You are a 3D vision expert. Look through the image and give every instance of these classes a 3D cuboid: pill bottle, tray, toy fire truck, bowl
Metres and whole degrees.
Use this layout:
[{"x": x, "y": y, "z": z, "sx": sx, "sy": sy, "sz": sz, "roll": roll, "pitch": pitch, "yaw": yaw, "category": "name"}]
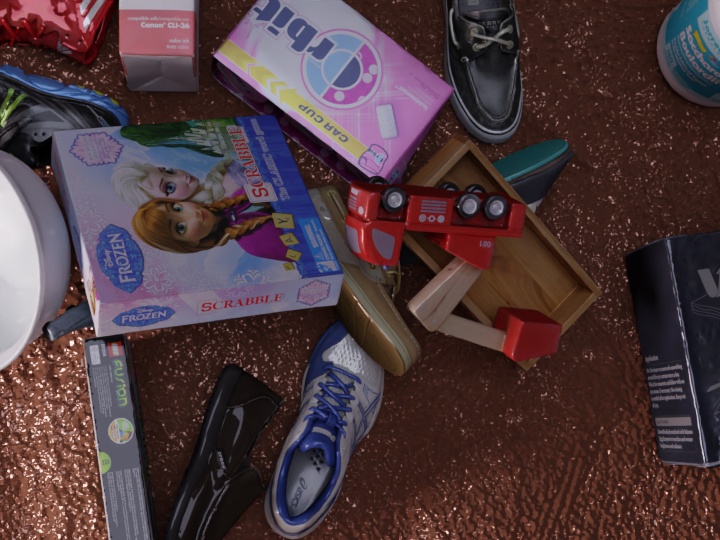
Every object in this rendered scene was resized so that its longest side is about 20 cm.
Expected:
[{"x": 0.346, "y": -0.222, "z": 1.136, "sx": 0.110, "sy": 0.200, "sz": 0.111, "roll": 1, "pitch": 82, "yaw": -6, "category": "pill bottle"}, {"x": 0.115, "y": -0.014, "z": 1.118, "sx": 0.099, "sy": 0.037, "sz": 0.200, "roll": -45, "pitch": 114, "yaw": -2, "category": "tray"}, {"x": 0.077, "y": 0.000, "z": 1.062, "sx": 0.199, "sy": 0.049, "sz": 0.142, "roll": 3, "pitch": 104, "yaw": -21, "category": "toy fire truck"}, {"x": -0.308, "y": -0.018, "z": 1.066, "sx": 0.200, "sy": 0.090, "sz": 0.202, "roll": 8, "pitch": 104, "yaw": 31, "category": "bowl"}]

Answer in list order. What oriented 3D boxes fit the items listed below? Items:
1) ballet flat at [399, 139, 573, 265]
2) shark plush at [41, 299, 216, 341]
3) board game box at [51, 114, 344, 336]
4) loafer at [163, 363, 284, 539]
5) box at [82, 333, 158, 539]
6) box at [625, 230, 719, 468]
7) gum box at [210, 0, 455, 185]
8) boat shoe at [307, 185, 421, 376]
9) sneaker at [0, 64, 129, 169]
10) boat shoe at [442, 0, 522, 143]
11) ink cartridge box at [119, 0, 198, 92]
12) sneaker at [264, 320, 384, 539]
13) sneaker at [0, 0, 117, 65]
[{"x": 0.108, "y": -0.056, "z": 1.158, "sx": 0.199, "sy": 0.073, "sz": 0.073, "roll": -22, "pitch": 85, "yaw": -15, "category": "ballet flat"}, {"x": -0.180, "y": 0.003, "z": 1.073, "sx": 0.199, "sy": 0.083, "sz": 0.091, "roll": -11, "pitch": 77, "yaw": -35, "category": "shark plush"}, {"x": -0.138, "y": -0.044, "z": 1.053, "sx": 0.198, "sy": 0.041, "sz": 0.201, "roll": -8, "pitch": 49, "yaw": -21, "category": "board game box"}, {"x": -0.116, "y": 0.182, "z": 1.089, "sx": 0.071, "sy": 0.073, "sz": 0.201, "roll": 18, "pitch": 80, "yaw": -2, "category": "loafer"}, {"x": -0.197, "y": 0.158, "z": 1.065, "sx": 0.035, "sy": 0.110, "sz": 0.201, "roll": -8, "pitch": 84, "yaw": -8, "category": "box"}, {"x": 0.361, "y": 0.060, "z": 1.141, "sx": 0.195, "sy": 0.117, "sz": 0.201, "roll": -8, "pitch": 84, "yaw": -8, "category": "box"}, {"x": -0.022, "y": -0.166, "z": 1.152, "sx": 0.200, "sy": 0.066, "sz": 0.114, "roll": 37, "pitch": 79, "yaw": -1, "category": "gum box"}, {"x": 0.000, "y": 0.000, "z": 1.108, "sx": 0.066, "sy": 0.074, "sz": 0.200, "roll": -28, "pitch": 65, "yaw": -18, "category": "boat shoe"}, {"x": -0.304, "y": -0.129, "z": 1.111, "sx": 0.198, "sy": 0.071, "sz": 0.083, "roll": 13, "pitch": 75, "yaw": -8, "category": "sneaker"}, {"x": 0.110, "y": -0.219, "z": 1.176, "sx": 0.070, "sy": 0.064, "sz": 0.201, "roll": -9, "pitch": 84, "yaw": -8, "category": "boat shoe"}, {"x": -0.174, "y": -0.269, "z": 1.122, "sx": 0.067, "sy": 0.116, "sz": 0.201, "roll": 0, "pitch": 83, "yaw": -6, "category": "ink cartridge box"}, {"x": -0.024, "y": 0.136, "z": 1.101, "sx": 0.075, "sy": 0.088, "sz": 0.201, "roll": 18, "pitch": 79, "yaw": -2, "category": "sneaker"}, {"x": -0.302, "y": -0.215, "z": 1.120, "sx": 0.200, "sy": 0.078, "sz": 0.116, "roll": -37, "pitch": 87, "yaw": -9, "category": "sneaker"}]
